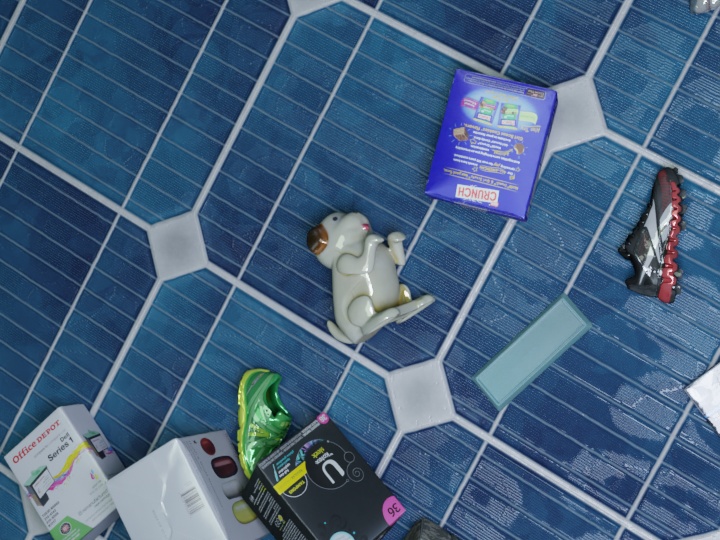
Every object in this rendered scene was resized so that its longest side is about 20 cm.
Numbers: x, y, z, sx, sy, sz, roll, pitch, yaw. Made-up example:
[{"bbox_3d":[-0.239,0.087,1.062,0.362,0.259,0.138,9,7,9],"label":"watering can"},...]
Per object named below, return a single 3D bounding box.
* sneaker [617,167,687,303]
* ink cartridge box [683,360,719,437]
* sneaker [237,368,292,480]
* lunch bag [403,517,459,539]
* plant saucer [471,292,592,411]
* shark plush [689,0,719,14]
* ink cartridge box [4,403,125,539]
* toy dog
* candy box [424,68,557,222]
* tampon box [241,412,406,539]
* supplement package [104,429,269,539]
[{"bbox_3d":[0.436,-0.055,1.619,0.096,0.071,0.205,5,89,13],"label":"sneaker"},{"bbox_3d":[0.582,0.154,1.582,0.199,0.039,0.100,-40,77,9],"label":"ink cartridge box"},{"bbox_3d":[-0.153,0.261,1.759,0.082,0.074,0.204,-7,84,19],"label":"sneaker"},{"bbox_3d":[0.115,0.503,1.642,0.166,0.139,0.202,31,95,-1],"label":"lunch bag"},{"bbox_3d":[0.265,0.127,1.682,0.200,0.019,0.070,-44,77,8],"label":"plant saucer"},{"bbox_3d":[0.530,-0.494,1.630,0.082,0.090,0.204,-7,89,45],"label":"shark plush"},{"bbox_3d":[-0.489,0.351,1.840,0.144,0.084,0.201,-40,77,9],"label":"ink cartridge box"},{"bbox_3d":[0.000,0.000,1.719,0.193,0.138,0.203,-36,77,48],"label":"toy dog"},{"bbox_3d":[0.205,-0.193,1.690,0.166,0.077,0.204,16,89,15],"label":"candy box"},{"bbox_3d":[-0.059,0.357,1.668,0.149,0.127,0.200,-34,74,-33],"label":"tampon box"},{"bbox_3d":[-0.266,0.376,1.717,0.146,0.200,0.193,-31,80,10],"label":"supplement package"}]
